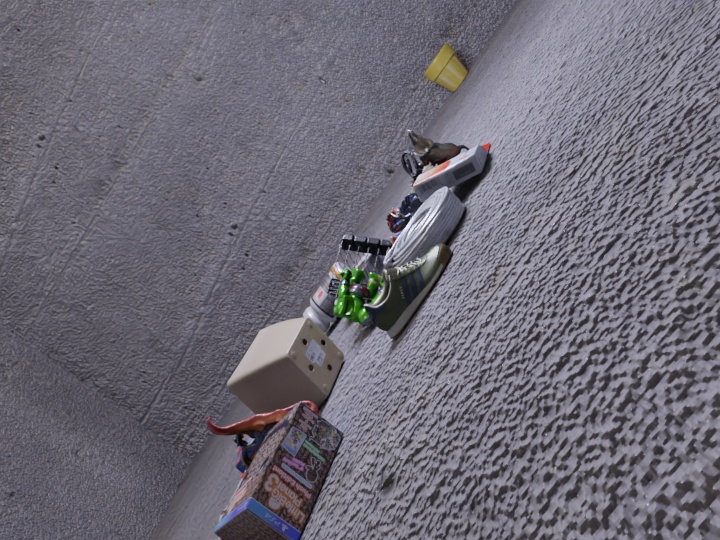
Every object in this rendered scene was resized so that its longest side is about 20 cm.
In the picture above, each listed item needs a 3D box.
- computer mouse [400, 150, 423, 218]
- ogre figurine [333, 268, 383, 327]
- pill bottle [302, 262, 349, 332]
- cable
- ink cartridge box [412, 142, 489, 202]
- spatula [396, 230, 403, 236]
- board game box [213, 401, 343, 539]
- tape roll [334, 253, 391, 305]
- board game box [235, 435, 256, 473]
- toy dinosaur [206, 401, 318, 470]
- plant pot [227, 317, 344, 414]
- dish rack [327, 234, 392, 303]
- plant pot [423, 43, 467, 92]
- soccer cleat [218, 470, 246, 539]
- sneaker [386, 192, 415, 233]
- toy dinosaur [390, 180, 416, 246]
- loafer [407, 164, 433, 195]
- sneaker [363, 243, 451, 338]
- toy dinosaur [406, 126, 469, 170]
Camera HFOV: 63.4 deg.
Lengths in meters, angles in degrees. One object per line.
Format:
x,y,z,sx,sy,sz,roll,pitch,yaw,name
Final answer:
0.139,-0.190,1.404,0.033,0.207,0.058,-9,-5,-44,computer mouse
-0.001,0.063,1.362,0.098,0.196,0.123,41,-109,-55,ogre figurine
-0.089,0.086,1.830,0.202,0.115,0.117,-53,7,10,pill bottle
0.141,-0.081,1.239,0.202,0.069,0.200,-56,7,-18,cable
0.215,-0.248,1.348,0.159,0.051,0.202,-24,22,29,ink cartridge box
0.116,-0.081,1.586,0.056,0.021,0.202,-32,20,25,spatula
-0.134,0.353,0.971,0.160,0.096,0.202,-48,10,44,board game box
0.008,0.031,1.632,0.202,0.065,0.201,-54,6,9,tape roll
-0.258,0.436,1.590,0.203,0.055,0.196,-56,7,-5,board game box
-0.176,0.317,1.174,0.181,0.199,0.106,-43,36,11,toy dinosaur
-0.152,0.232,1.352,0.175,0.201,0.201,-33,18,34,plant pot
0.000,0.000,1.500,0.055,0.148,0.205,76,-155,-57,dish rack
0.466,-1.067,3.106,0.203,0.187,0.201,-53,7,9,plant pot
-0.246,0.496,1.227,0.202,0.067,0.086,-56,15,23,soccer cleat
0.147,-0.171,1.600,0.077,0.077,0.198,-28,2,-34,sneaker
0.141,-0.134,1.442,0.198,0.103,0.186,-30,41,49,toy dinosaur
0.188,-0.268,1.779,0.077,0.068,0.200,-58,7,-30,loafer
0.082,0.018,1.081,0.203,0.089,0.067,-55,6,-5,sneaker
0.193,-0.288,1.435,0.102,0.194,0.080,-173,92,-72,toy dinosaur
